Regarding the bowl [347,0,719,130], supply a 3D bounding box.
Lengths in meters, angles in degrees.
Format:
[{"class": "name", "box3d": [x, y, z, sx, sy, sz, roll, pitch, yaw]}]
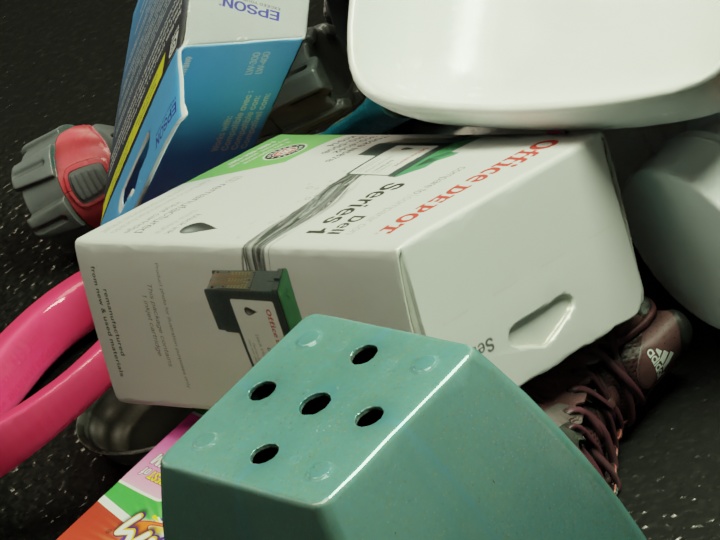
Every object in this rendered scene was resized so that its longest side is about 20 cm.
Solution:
[{"class": "bowl", "box3d": [0.101, -0.149, 1.295, 0.200, 0.075, 0.200, 1, 71, 30]}]

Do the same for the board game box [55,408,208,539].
[{"class": "board game box", "box3d": [-0.063, 0.132, 1.230, 0.153, 0.040, 0.200, 11, 45, 45]}]

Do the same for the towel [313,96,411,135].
[{"class": "towel", "box3d": [0.006, -0.077, 1.483, 0.147, 0.022, 0.200, -28, 2, -40]}]

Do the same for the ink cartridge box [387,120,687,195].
[{"class": "ink cartridge box", "box3d": [0.106, -0.063, 1.419, 0.200, 0.068, 0.116, -24, 11, 3]}]

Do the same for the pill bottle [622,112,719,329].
[{"class": "pill bottle", "box3d": [0.218, -0.065, 1.320, 0.200, 0.120, 0.120, -39, 33, -23]}]

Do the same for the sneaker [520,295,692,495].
[{"class": "sneaker", "box3d": [0.100, 0.057, 1.263, 0.115, 0.076, 0.200, -25, 29, -6]}]

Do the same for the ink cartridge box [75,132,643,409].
[{"class": "ink cartridge box", "box3d": [0.000, 0.000, 1.281, 0.200, 0.084, 0.146, 1, 22, 43]}]

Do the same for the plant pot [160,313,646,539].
[{"class": "plant pot", "box3d": [0.021, 0.123, 1.089, 0.141, 0.200, 0.141, 11, 45, 45]}]

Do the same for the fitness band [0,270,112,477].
[{"class": "fitness band", "box3d": [-0.139, 0.042, 1.459, 0.144, 0.037, 0.200, -25, 17, 33]}]

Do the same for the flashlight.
[{"class": "flashlight", "box3d": [-0.091, -0.074, 1.579, 0.200, 0.068, 0.068, -24, 54, 25]}]

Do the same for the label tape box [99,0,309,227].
[{"class": "label tape box", "box3d": [-0.073, -0.096, 1.421, 0.066, 0.143, 0.200, 14, 48, -13]}]

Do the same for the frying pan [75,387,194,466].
[{"class": "frying pan", "box3d": [-0.076, 0.040, 1.456, 0.115, 0.031, 0.190, -16, 25, 21]}]

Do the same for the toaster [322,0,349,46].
[{"class": "toaster", "box3d": [0.084, -0.166, 1.580, 0.200, 0.114, 0.129, -5, 34, 21]}]
